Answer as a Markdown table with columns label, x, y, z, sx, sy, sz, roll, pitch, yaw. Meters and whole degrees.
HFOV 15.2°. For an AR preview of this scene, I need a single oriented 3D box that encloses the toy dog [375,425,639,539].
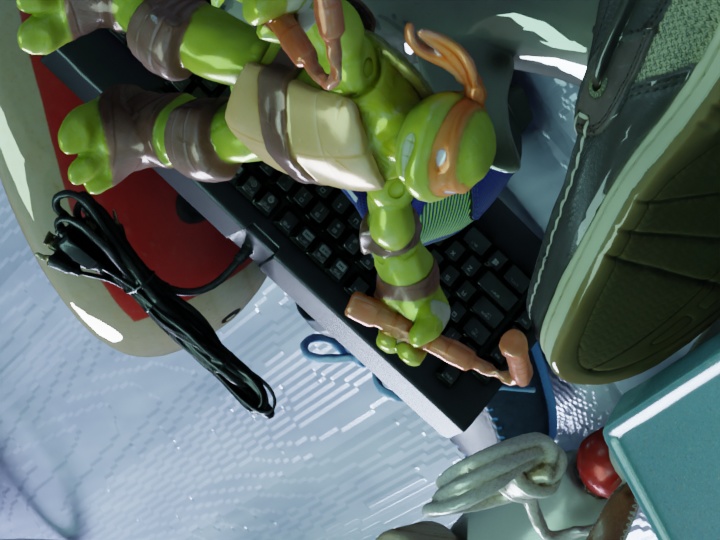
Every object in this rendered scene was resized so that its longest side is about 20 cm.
| label | x | y | z | sx | sy | sz | roll | pitch | yaw |
| --- | --- | --- | --- | --- | --- | --- | --- | --- | --- |
| toy dog | 0.084 | 0.113 | 0.985 | 0.200 | 0.131 | 0.097 | 122 | 126 | -71 |

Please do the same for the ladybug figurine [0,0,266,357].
| label | x | y | z | sx | sy | sz | roll | pitch | yaw |
| --- | --- | --- | --- | --- | --- | --- | --- | --- | --- |
| ladybug figurine | -0.082 | -0.059 | 0.992 | 0.071 | 0.136 | 0.201 | -7 | 128 | 23 |

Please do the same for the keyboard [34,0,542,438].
| label | x | y | z | sx | sy | sz | roll | pitch | yaw |
| --- | --- | --- | --- | --- | --- | --- | --- | --- | --- |
| keyboard | -0.030 | -0.016 | 0.932 | 0.200 | 0.127 | 0.021 | 42 | 170 | -11 |

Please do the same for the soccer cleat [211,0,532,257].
| label | x | y | z | sx | sy | sz | roll | pitch | yaw |
| --- | --- | --- | --- | --- | --- | --- | --- | --- | --- |
| soccer cleat | -0.025 | -0.093 | 0.898 | 0.201 | 0.084 | 0.065 | 51 | 153 | -5 |

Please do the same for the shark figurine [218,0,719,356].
| label | x | y | z | sx | sy | sz | roll | pitch | yaw |
| --- | --- | --- | --- | --- | --- | --- | --- | --- | --- |
| shark figurine | 0.071 | -0.057 | 0.830 | 0.214 | 0.129 | 0.089 | 35 | -179 | 11 |

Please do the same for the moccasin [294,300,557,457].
| label | x | y | z | sx | sy | sz | roll | pitch | yaw |
| --- | --- | --- | --- | --- | --- | --- | --- | --- | --- |
| moccasin | 0.000 | 0.000 | 0.998 | 0.080 | 0.068 | 0.201 | -6 | 121 | 57 |

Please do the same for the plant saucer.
| label | x | y | z | sx | sy | sz | roll | pitch | yaw |
| --- | --- | --- | --- | --- | --- | --- | --- | --- | --- |
| plant saucer | 0.117 | 0.041 | 0.697 | 0.070 | 0.019 | 0.200 | 63 | 157 | 8 |

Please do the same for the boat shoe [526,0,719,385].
| label | x | y | z | sx | sy | sz | roll | pitch | yaw |
| --- | --- | --- | --- | --- | --- | --- | --- | --- | --- |
| boat shoe | 0.096 | -0.062 | 0.731 | 0.066 | 0.071 | 0.202 | 50 | 126 | 37 |

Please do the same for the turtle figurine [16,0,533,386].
| label | x | y | z | sx | sy | sz | roll | pitch | yaw |
| --- | --- | --- | --- | --- | --- | --- | --- | --- | --- |
| turtle figurine | -0.021 | -0.054 | 0.763 | 0.160 | 0.065 | 0.201 | 16 | 149 | 34 |

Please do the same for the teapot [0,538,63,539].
| label | x | y | z | sx | sy | sz | roll | pitch | yaw |
| --- | --- | --- | --- | --- | --- | --- | --- | --- | --- |
| teapot | -0.274 | 0.161 | 1.531 | 0.200 | 0.145 | 0.198 | 53 | 125 | 31 |
